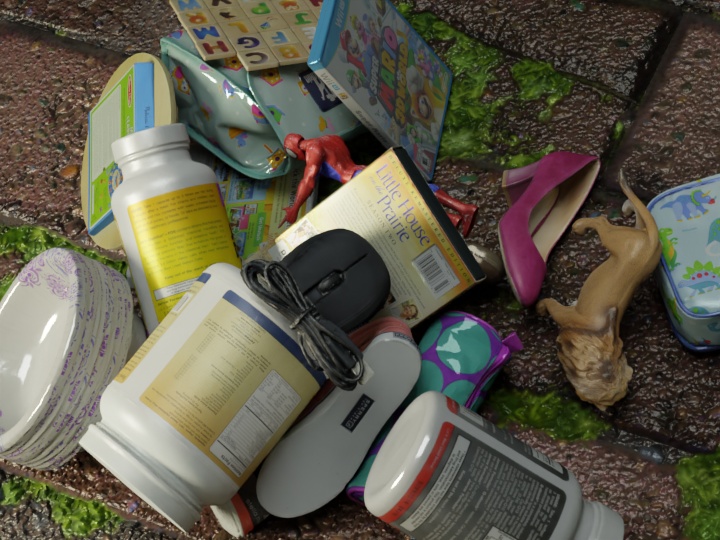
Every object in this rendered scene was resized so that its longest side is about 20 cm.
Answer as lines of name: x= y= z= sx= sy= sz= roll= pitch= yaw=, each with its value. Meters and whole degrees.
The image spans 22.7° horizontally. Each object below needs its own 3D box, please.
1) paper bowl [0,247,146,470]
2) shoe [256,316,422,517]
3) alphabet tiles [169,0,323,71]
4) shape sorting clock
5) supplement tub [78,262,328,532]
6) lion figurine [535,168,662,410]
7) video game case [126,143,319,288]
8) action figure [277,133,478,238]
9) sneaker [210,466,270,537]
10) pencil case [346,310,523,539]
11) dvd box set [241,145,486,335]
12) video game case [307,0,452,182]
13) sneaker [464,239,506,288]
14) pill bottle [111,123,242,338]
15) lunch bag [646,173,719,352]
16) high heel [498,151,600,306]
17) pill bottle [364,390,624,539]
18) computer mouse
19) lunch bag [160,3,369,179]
paper bowl: x=-0.274 y=0.089 z=1.669 sx=0.200 sy=0.104 sz=0.202 roll=-35 pitch=41 yaw=38
shoe: x=-0.018 y=0.129 z=1.597 sx=0.071 sy=0.091 sz=0.200 roll=38 pitch=99 yaw=-9
alphabet tiles: x=-0.097 y=-0.256 z=1.812 sx=0.165 sy=0.006 sz=0.200 roll=-10 pitch=36 yaw=-18
shape sorting clock: x=-0.234 y=-0.120 z=1.810 sx=0.039 sy=0.200 sz=0.201 roll=9 pitch=48 yaw=-28
supplement tub: x=-0.133 y=0.110 z=1.543 sx=0.144 sy=0.145 sz=0.200 roll=33 pitch=78 yaw=29
lion figurine: x=0.227 y=0.017 z=1.623 sx=0.072 sy=0.201 sz=0.122 roll=11 pitch=15 yaw=-25
video game case: x=-0.133 y=-0.063 z=1.803 sx=0.180 sy=0.023 sz=0.201 roll=-5 pitch=41 yaw=9
action figure: x=0.003 y=-0.060 z=1.693 sx=0.199 sy=0.100 sz=0.065 roll=31 pitch=27 yaw=18
sneaker: x=-0.130 y=0.151 z=1.653 sx=0.082 sy=0.077 sz=0.201 roll=-29 pitch=65 yaw=-13
pencil case: x=0.066 y=0.135 z=1.608 sx=0.092 sy=0.085 sz=0.201 roll=4 pitch=55 yaw=39
dvd box set: x=0.000 y=0.000 z=1.652 sx=0.200 sy=0.029 sz=0.147 roll=-37 pitch=82 yaw=26
video game case: x=0.024 y=-0.201 z=1.787 sx=0.018 sy=0.200 sz=0.144 roll=-13 pitch=50 yaw=34
sneaker: x=0.043 y=0.007 z=1.724 sx=0.199 sy=0.070 sz=0.076 roll=9 pitch=70 yaw=26
pill bottle: x=-0.171 y=-0.031 z=1.676 sx=0.103 sy=0.104 sz=0.202 roll=-16 pitch=88 yaw=0
lunch bag: x=0.369 y=-0.021 z=1.654 sx=0.198 sy=0.083 sz=0.162 roll=-16 pitch=55 yaw=0
high heel: x=0.185 y=-0.042 z=1.706 sx=0.095 sy=0.068 sz=0.201 roll=-13 pitch=32 yaw=15
pill bottle: x=0.113 y=0.196 z=1.491 sx=0.199 sy=0.116 sz=0.116 roll=32 pitch=61 yaw=-9
computer mouse: x=-0.016 y=0.013 z=1.535 sx=0.053 sy=0.200 sz=0.139 roll=-42 pitch=92 yaw=22
lunch bag: x=-0.083 y=-0.183 z=1.817 sx=0.199 sy=0.123 sz=0.170 roll=33 pitch=44 yaw=29
